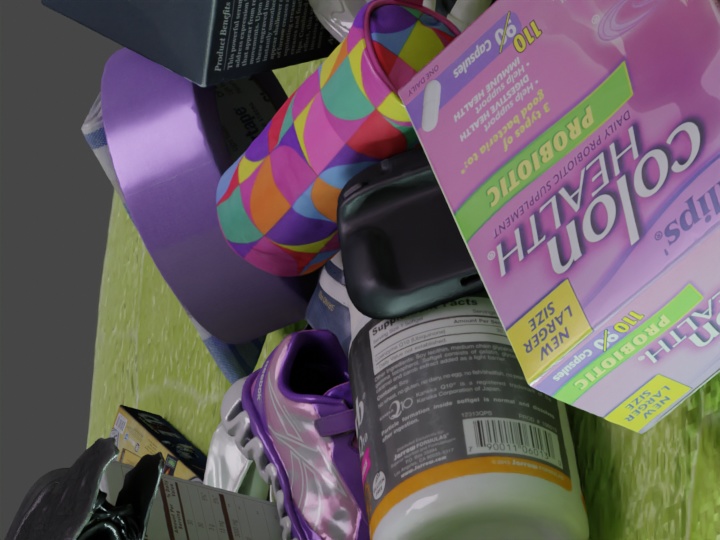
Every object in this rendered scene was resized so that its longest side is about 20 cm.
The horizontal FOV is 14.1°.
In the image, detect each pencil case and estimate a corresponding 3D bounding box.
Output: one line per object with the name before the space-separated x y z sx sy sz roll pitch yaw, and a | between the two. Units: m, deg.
pencil case | -0.007 -0.077 1.653 0.200 0.088 0.089 -46 37 45

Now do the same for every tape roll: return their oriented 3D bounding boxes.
tape roll | -0.084 -0.058 1.824 0.065 0.200 0.201 -22 48 16

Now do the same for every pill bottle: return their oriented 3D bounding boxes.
pill bottle | 0.054 0.075 1.573 0.116 0.116 0.201 -50 34 39

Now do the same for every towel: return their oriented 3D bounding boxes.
towel | -0.111 -0.034 1.861 0.024 0.200 0.147 -25 15 15

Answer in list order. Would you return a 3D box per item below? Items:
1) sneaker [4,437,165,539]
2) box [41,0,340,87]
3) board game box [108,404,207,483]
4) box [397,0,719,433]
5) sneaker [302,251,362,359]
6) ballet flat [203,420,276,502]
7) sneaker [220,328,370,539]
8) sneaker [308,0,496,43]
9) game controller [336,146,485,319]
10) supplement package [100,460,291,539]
sneaker | -0.163 0.178 1.550 0.104 0.060 0.201 26 95 66
box | -0.068 -0.200 1.768 0.148 0.200 0.107 29 121 36
board game box | -0.139 0.185 1.977 0.200 0.034 0.136 34 105 63
box | 0.137 -0.058 1.427 0.176 0.097 0.200 -41 51 24
sneaker | 0.000 0.000 1.767 0.084 0.075 0.201 -32 48 47
ballet flat | -0.076 0.185 1.832 0.069 0.069 0.201 -15 61 60
sneaker | -0.007 0.111 1.661 0.200 0.080 0.089 56 132 33
sneaker | 0.073 -0.129 1.706 0.199 0.129 0.080 45 136 19
game controller | 0.082 -0.039 1.560 0.199 0.042 0.105 -19 54 11
supplement package | -0.080 0.205 1.663 0.117 0.199 0.118 -57 31 31
